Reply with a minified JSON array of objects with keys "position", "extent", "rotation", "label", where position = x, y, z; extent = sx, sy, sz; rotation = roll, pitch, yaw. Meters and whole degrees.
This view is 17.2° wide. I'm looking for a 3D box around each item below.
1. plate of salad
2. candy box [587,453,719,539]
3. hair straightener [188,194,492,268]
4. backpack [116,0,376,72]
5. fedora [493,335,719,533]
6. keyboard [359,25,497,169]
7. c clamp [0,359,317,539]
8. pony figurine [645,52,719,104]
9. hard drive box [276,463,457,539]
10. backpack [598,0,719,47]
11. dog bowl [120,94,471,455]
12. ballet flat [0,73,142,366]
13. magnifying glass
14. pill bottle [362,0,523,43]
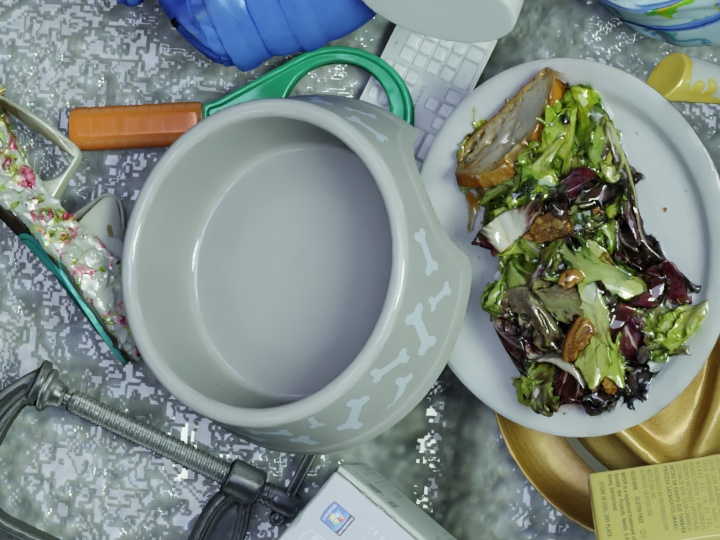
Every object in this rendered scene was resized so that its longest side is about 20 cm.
[{"position":[0.101,-0.011,1.244],"extent":[0.200,0.048,0.200],"rotation":[4,97,35],"label":"plate of salad"},{"position":[0.228,0.147,1.274],"extent":[0.200,0.117,0.057],"rotation":[-8,48,5],"label":"candy box"},{"position":[0.000,0.000,1.332],"extent":[0.200,0.041,0.077],"rotation":[-5,84,8],"label":"hair straightener"},{"position":[-0.079,-0.206,1.313],"extent":[0.168,0.163,0.200],"rotation":[-26,96,9],"label":"backpack"},{"position":[0.161,0.053,1.305],"extent":[0.200,0.082,0.201],"rotation":[0,87,6],"label":"fedora"},{"position":[0.010,-0.056,1.364],"extent":[0.056,0.011,0.200],"rotation":[26,89,7],"label":"keyboard"},{"position":[-0.130,0.115,1.348],"extent":[0.200,0.027,0.171],"rotation":[21,98,-6],"label":"c clamp"},{"position":[0.271,-0.104,1.263],"extent":[0.193,0.200,0.167],"rotation":[-51,42,6],"label":"pony figurine"},{"position":[0.047,0.195,1.271],"extent":[0.200,0.156,0.077],"rotation":[40,91,7],"label":"hard drive box"},{"position":[0.192,-0.222,1.296],"extent":[0.163,0.154,0.200],"rotation":[35,107,34],"label":"backpack"},{"position":[-0.041,-0.002,1.279],"extent":[0.200,0.059,0.200],"rotation":[-4,82,28],"label":"dog bowl"},{"position":[-0.174,-0.038,1.351],"extent":[0.064,0.076,0.200],"rotation":[-41,86,-6],"label":"ballet flat"},{"position":[-0.068,-0.085,1.364],"extent":[0.200,0.022,0.080],"rotation":[-2,84,7],"label":"magnifying glass"},{"position":[0.065,-0.227,1.244],"extent":[0.114,0.114,0.200],"rotation":[15,71,6],"label":"pill bottle"}]
